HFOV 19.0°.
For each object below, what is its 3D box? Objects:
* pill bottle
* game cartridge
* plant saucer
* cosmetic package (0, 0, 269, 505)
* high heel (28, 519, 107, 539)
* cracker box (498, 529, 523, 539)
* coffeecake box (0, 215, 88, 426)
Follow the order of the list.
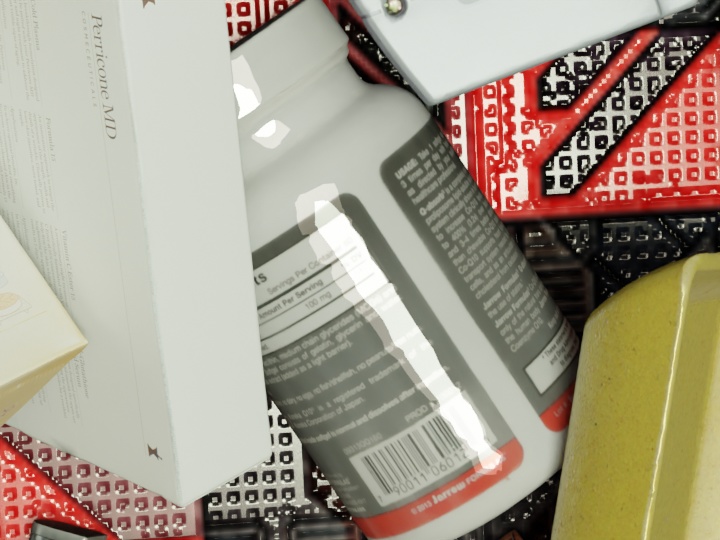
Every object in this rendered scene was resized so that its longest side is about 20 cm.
[{"bbox_3d":[0.000,0.000,0.843,0.116,0.116,0.201,-34,97,0],"label":"pill bottle"},{"bbox_3d":[0.035,-0.173,0.817,0.133,0.040,0.201,-20,97,-5],"label":"game cartridge"},{"bbox_3d":[0.122,0.087,0.843,0.048,0.200,0.201,10,95,25],"label":"plant saucer"},{"bbox_3d":[-0.109,-0.031,0.790,0.052,0.150,0.201,-25,122,-38],"label":"cosmetic package"},{"bbox_3d":[-0.068,0.196,0.858,0.199,0.071,0.143,16,90,24],"label":"high heel"},{"bbox_3d":[0.070,0.230,0.902,0.134,0.058,0.201,-35,98,0],"label":"cracker box"},{"bbox_3d":[-0.213,-0.016,0.729,0.073,0.153,0.200,-39,83,38],"label":"coffeecake box"}]
